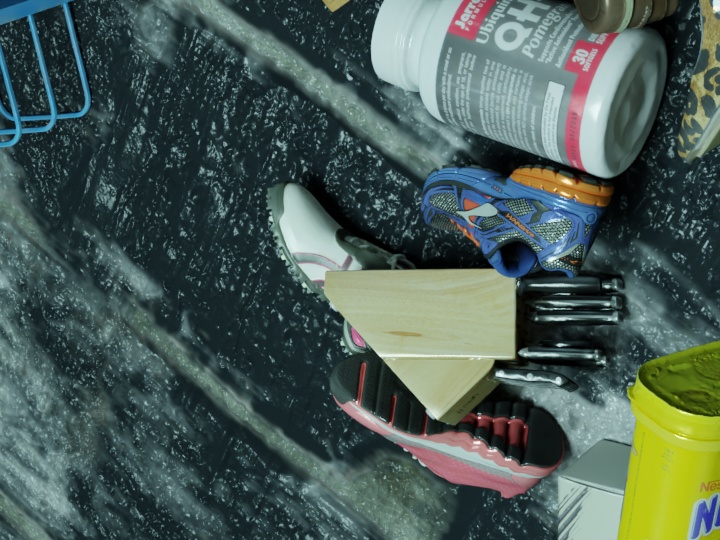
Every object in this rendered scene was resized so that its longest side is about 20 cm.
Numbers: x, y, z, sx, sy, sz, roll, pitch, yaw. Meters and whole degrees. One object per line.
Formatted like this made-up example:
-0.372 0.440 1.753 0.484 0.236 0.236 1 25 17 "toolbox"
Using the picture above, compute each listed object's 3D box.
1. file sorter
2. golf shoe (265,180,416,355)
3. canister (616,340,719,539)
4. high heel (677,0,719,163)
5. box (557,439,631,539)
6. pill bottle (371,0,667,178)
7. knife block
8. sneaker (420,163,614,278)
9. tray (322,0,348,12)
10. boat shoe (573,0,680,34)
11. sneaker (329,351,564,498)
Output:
-0.359 -0.169 1.422 0.138 0.200 0.124 0 110 35 "file sorter"
0.000 0.000 1.321 0.088 0.077 0.201 -34 93 24 "golf shoe"
0.255 0.161 1.144 0.086 0.147 0.202 38 132 49 "canister"
0.235 -0.185 1.081 0.143 0.071 0.201 46 129 25 "high heel"
0.202 0.244 1.256 0.068 0.082 0.202 11 112 33 "box"
0.111 -0.148 1.147 0.199 0.110 0.112 22 119 27 "pill bottle"
0.095 0.025 1.223 0.176 0.064 0.200 -45 72 4 "knife block"
0.104 -0.036 1.180 0.200 0.075 0.079 5 83 61 "sneaker"
-0.051 -0.300 1.202 0.200 0.037 0.098 50 143 -12 "tray"
0.170 -0.260 1.087 0.075 0.074 0.204 136 125 -72 "boat shoe"
0.061 0.137 1.287 0.199 0.074 0.087 22 137 -5 "sneaker"
